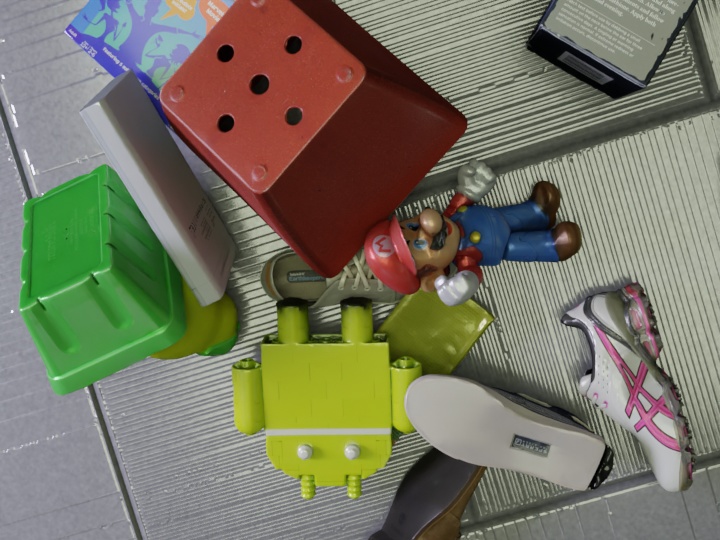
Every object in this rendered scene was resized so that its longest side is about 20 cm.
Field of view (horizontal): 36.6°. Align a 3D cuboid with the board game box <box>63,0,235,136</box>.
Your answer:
[{"bbox_3d":[-0.161,-0.252,1.046,0.152,0.045,0.200,42,96,0],"label":"board game box"}]

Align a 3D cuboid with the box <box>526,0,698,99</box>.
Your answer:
[{"bbox_3d":[0.246,-0.267,0.964,0.107,0.148,0.200,31,96,1],"label":"box"}]

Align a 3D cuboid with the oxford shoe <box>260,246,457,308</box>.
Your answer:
[{"bbox_3d":[0.000,0.000,1.050,0.200,0.058,0.075,-7,92,3],"label":"oxford shoe"}]

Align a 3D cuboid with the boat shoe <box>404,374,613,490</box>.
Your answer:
[{"bbox_3d":[0.134,0.147,1.032,0.200,0.093,0.075,23,95,-2],"label":"boat shoe"}]

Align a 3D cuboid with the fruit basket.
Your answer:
[{"bbox_3d":[-0.215,0.027,1.024,0.155,0.216,0.216,-25,93,6],"label":"fruit basket"}]

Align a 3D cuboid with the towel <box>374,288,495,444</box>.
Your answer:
[{"bbox_3d":[0.038,0.098,1.059,0.086,0.018,0.200,36,103,-8],"label":"towel"}]

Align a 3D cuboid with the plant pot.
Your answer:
[{"bbox_3d":[-0.057,-0.139,0.956,0.200,0.176,0.200,44,96,18],"label":"plant pot"}]

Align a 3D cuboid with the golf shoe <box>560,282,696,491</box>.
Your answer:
[{"bbox_3d":[0.257,0.117,1.037,0.092,0.073,0.200,-19,83,12],"label":"golf shoe"}]

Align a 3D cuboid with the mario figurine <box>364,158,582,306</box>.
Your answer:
[{"bbox_3d":[0.100,-0.036,0.987,0.200,0.123,0.106,-12,108,-16],"label":"mario figurine"}]

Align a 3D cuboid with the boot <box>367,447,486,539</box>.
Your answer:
[{"bbox_3d":[0.072,0.249,1.072,0.075,0.074,0.200,34,92,-29],"label":"boot"}]

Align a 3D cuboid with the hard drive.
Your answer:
[{"bbox_3d":[-0.178,-0.077,0.992,0.027,0.132,0.200,-25,110,10],"label":"hard drive"}]

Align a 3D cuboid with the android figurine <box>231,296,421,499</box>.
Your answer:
[{"bbox_3d":[-0.031,0.125,1.039,0.182,0.041,0.200,1,104,3],"label":"android figurine"}]
